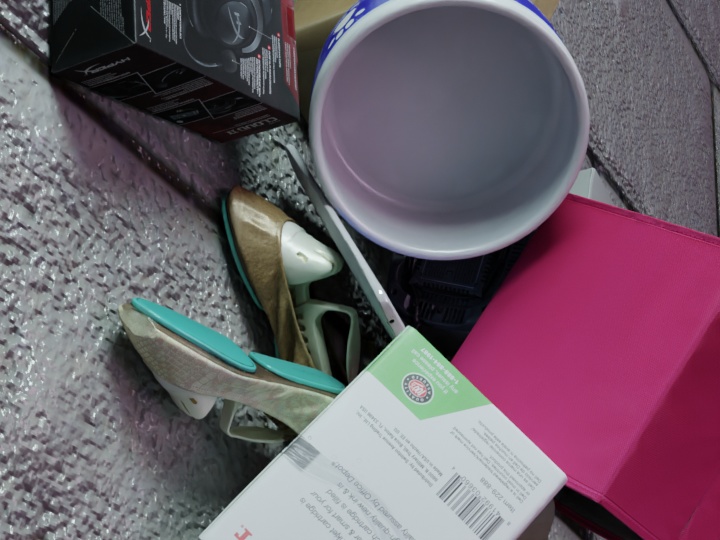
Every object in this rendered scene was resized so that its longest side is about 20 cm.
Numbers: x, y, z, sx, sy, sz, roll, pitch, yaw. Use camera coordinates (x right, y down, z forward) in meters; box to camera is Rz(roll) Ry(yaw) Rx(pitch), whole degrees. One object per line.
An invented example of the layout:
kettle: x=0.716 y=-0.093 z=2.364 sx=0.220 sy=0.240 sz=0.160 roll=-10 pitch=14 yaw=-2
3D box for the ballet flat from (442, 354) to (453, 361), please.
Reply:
ballet flat: x=0.082 y=0.098 z=1.165 sx=0.068 sy=0.068 sz=0.201 roll=55 pitch=37 yaw=-37

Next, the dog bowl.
dog bowl: x=0.061 y=-0.113 z=0.971 sx=0.079 sy=0.199 sz=0.201 roll=-94 pitch=158 yaw=-63

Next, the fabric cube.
fabric cube: x=0.209 y=0.092 z=0.991 sx=0.200 sy=0.196 sz=0.200 roll=40 pitch=79 yaw=-36

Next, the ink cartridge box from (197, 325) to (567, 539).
ink cartridge box: x=0.010 y=0.161 z=0.863 sx=0.146 sy=0.084 sz=0.200 roll=44 pitch=69 yaw=8

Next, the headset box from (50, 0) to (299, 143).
headset box: x=-0.118 y=-0.184 z=0.920 sx=0.200 sy=0.077 sz=0.150 roll=17 pitch=65 yaw=-58

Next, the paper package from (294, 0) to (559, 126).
paper package: x=0.048 y=-0.214 z=1.096 sx=0.104 sy=0.199 sz=0.191 roll=60 pitch=35 yaw=-26

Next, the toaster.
toaster: x=0.099 y=-0.005 z=1.104 sx=0.129 sy=0.113 sz=0.201 roll=48 pitch=56 yaw=-59

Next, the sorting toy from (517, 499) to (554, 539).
sorting toy: x=0.090 y=0.253 z=0.985 sx=0.200 sy=0.107 sz=0.181 roll=-42 pitch=154 yaw=-46

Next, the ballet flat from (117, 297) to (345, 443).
ballet flat: x=-0.087 y=0.079 z=0.885 sx=0.200 sy=0.067 sz=0.063 roll=27 pitch=95 yaw=-40

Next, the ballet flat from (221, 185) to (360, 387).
ballet flat: x=-0.040 y=0.028 z=0.977 sx=0.068 sy=0.072 sz=0.201 roll=-26 pitch=101 yaw=-67

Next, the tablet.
tablet: x=0.000 y=0.000 z=0.999 sx=0.200 sy=0.014 sz=0.130 roll=58 pitch=-1 yaw=46

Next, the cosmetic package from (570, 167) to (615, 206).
cosmetic package: x=0.200 y=0.000 z=1.370 sx=0.090 sy=0.106 sz=0.201 roll=53 pitch=39 yaw=-36
